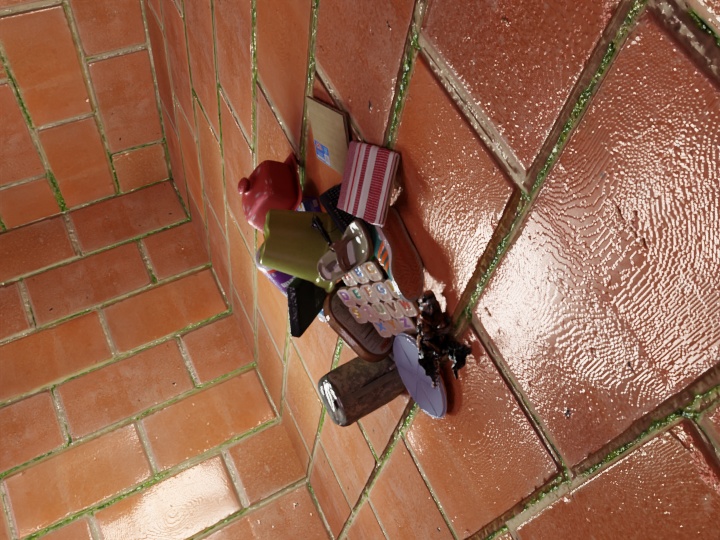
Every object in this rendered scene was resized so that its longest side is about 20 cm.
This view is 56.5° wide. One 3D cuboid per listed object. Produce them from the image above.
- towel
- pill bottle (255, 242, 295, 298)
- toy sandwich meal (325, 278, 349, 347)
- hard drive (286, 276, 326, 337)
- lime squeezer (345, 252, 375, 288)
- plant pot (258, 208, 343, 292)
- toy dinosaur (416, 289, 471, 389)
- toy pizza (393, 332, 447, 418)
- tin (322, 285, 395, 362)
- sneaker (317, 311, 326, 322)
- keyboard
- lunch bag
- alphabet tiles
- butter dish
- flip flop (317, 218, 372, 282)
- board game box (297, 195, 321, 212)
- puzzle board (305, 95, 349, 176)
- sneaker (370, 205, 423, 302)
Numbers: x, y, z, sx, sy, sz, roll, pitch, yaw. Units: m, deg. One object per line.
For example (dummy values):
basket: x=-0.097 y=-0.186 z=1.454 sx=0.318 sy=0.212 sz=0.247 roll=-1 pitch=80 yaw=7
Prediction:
towel: x=0.015 y=-0.177 z=1.344 sx=0.199 sy=0.022 sz=0.148 roll=31 pitch=112 yaw=59
pill bottle: x=-0.186 y=0.005 z=1.794 sx=0.201 sy=0.112 sz=0.112 roll=49 pitch=175 yaw=-38
toy sandwich meal: x=-0.025 y=0.109 z=1.735 sx=0.207 sy=0.069 sz=0.207 roll=57 pitch=160 yaw=32
hard drive: x=-0.129 y=0.059 z=1.715 sx=0.032 sy=0.200 sz=0.143 roll=7 pitch=119 yaw=18
lime squeezer: x=0.000 y=0.000 z=1.494 sx=0.037 sy=0.072 sz=0.199 roll=33 pitch=141 yaw=-18
plant pot: x=-0.143 y=-0.064 z=1.589 sx=0.200 sy=0.179 sz=0.206 roll=-169 pitch=90 yaw=-78
toy dinosaur: x=0.150 y=0.142 z=1.308 sx=0.202 sy=0.101 sz=0.136 roll=60 pitch=-178 yaw=-30
toy pizza: x=0.135 y=0.226 z=1.464 sx=0.201 sy=0.031 sz=0.203 roll=51 pitch=155 yaw=35
tin: x=-0.002 y=0.124 z=1.561 sx=0.200 sy=0.112 sz=0.042 roll=45 pitch=148 yaw=0
sneaker: x=-0.110 y=0.066 z=1.931 sx=0.200 sy=0.077 sz=0.092 roll=40 pitch=127 yaw=47
keyboard: x=-0.041 y=-0.107 z=1.483 sx=0.201 sy=0.126 sz=0.021 roll=54 pitch=180 yaw=36
lunch bag: x=0.008 y=0.281 z=1.621 sx=0.142 sy=0.196 sz=0.168 roll=65 pitch=163 yaw=1
alphabet tiles: x=0.036 y=0.067 z=1.455 sx=0.197 sy=0.015 sz=0.198 roll=-12 pitch=118 yaw=47
butter dish: x=-0.261 y=-0.206 z=1.792 sx=0.200 sy=0.145 sz=0.203 roll=-47 pitch=42 yaw=33
flip flop: x=-0.041 y=-0.033 z=1.400 sx=0.199 sy=0.057 sz=0.082 roll=-38 pitch=77 yaw=46
board game box: x=-0.134 y=-0.099 z=1.841 sx=0.134 sy=0.044 sz=0.205 roll=19 pitch=127 yaw=65
puzzle board: x=-0.066 y=-0.301 z=1.515 sx=0.200 sy=0.017 sz=0.154 roll=42 pitch=148 yaw=53
sneaker: x=0.071 y=-0.026 z=1.349 sx=0.080 sy=0.070 sz=0.205 roll=122 pitch=133 yaw=-66
